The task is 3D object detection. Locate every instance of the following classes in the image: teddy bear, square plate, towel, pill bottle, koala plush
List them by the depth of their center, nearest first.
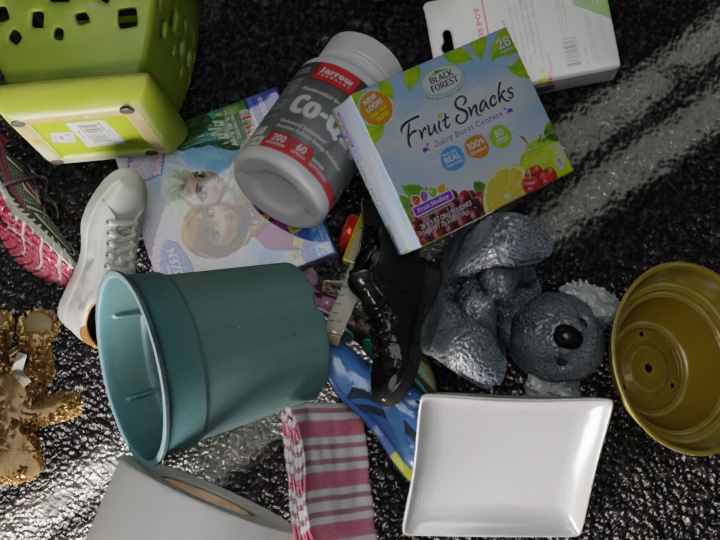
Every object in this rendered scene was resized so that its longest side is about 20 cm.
[{"bbox_3d":[0.148,0.200,1.460,0.196,0.029,0.201,1,127,-6],"label":"square plate"},{"bbox_3d":[-0.025,0.238,1.470,0.030,0.146,0.202,-10,83,29],"label":"towel"},{"bbox_3d":[0.176,0.054,1.487,0.199,0.184,0.179,23,83,-16],"label":"koala plush"},{"bbox_3d":[-0.040,-0.154,1.496,0.113,0.114,0.201,29,62,6],"label":"pill bottle"},{"bbox_3d":[-0.379,0.137,1.545,0.144,0.067,0.201,-17,77,-8],"label":"teddy bear"}]

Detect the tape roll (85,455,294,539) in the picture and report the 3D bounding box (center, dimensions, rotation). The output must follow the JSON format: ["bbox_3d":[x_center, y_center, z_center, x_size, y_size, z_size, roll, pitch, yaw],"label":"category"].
[{"bbox_3d":[-0.181,0.293,1.442,0.201,0.203,0.140,22,85,5],"label":"tape roll"}]

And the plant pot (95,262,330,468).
[{"bbox_3d":[-0.148,0.081,1.446,0.195,0.200,0.202,-12,83,-26],"label":"plant pot"}]

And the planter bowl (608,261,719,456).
[{"bbox_3d":[0.324,0.097,1.478,0.199,0.083,0.202,6,76,-25],"label":"planter bowl"}]

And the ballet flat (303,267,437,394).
[{"bbox_3d":[0.010,0.059,1.529,0.199,0.069,0.071,31,71,7],"label":"ballet flat"}]

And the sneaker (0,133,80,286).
[{"bbox_3d":[-0.368,-0.068,1.556,0.200,0.081,0.075,50,56,-1],"label":"sneaker"}]

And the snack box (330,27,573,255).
[{"bbox_3d":[0.095,-0.134,1.446,0.199,0.068,0.170,-25,91,-23],"label":"snack box"}]

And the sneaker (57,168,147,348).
[{"bbox_3d":[-0.260,-0.008,1.507,0.085,0.072,0.201,39,119,38],"label":"sneaker"}]

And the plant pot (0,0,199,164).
[{"bbox_3d":[-0.282,-0.224,1.488,0.197,0.200,0.183,-4,74,6],"label":"plant pot"}]

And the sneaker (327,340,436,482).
[{"bbox_3d":[0.033,0.136,1.500,0.078,0.066,0.200,-39,93,18],"label":"sneaker"}]

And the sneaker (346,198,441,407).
[{"bbox_3d":[0.022,0.031,1.450,0.104,0.060,0.201,32,64,-30],"label":"sneaker"}]

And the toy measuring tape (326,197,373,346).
[{"bbox_3d":[0.000,0.000,1.517,0.073,0.074,0.201,19,66,5],"label":"toy measuring tape"}]

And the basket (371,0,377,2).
[{"bbox_3d":[0.019,-0.412,1.535,0.176,0.139,0.201,-36,93,0],"label":"basket"}]

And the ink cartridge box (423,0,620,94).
[{"bbox_3d":[0.175,-0.253,1.547,0.198,0.067,0.118,-10,85,1],"label":"ink cartridge box"}]

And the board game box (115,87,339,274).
[{"bbox_3d":[-0.150,-0.074,1.558,0.198,0.041,0.201,-21,83,1],"label":"board game box"}]
